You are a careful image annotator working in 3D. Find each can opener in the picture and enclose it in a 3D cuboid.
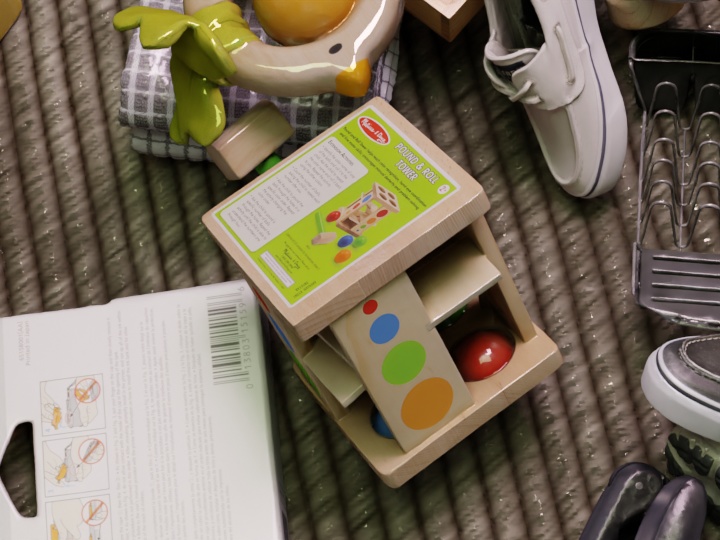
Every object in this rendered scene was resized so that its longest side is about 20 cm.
[{"bbox_3d":[0.125,0.197,1.098,0.063,0.079,0.201,28,82,9],"label":"can opener"}]

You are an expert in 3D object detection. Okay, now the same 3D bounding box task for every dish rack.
[{"bbox_3d":[0.230,-0.051,1.172,0.152,0.055,0.201,3,52,7],"label":"dish rack"}]

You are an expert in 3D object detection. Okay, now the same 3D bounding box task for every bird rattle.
[{"bbox_3d":[-0.053,-0.165,1.165,0.162,0.113,0.201,10,59,10],"label":"bird rattle"}]

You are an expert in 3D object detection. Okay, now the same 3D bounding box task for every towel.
[{"bbox_3d":[-0.057,-0.165,1.258,0.165,0.086,0.201,5,68,8],"label":"towel"}]

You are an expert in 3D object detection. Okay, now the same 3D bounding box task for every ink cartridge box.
[{"bbox_3d":[-0.133,0.115,1.172,0.173,0.044,0.201,-8,67,4],"label":"ink cartridge box"}]

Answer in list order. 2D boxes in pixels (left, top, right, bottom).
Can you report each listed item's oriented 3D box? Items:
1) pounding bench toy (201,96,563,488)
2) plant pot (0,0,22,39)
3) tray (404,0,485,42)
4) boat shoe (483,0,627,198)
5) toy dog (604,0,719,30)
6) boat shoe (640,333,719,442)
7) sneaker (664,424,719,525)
[{"bbox_3d":[0.000,0.000,1.155,0.124,0.156,0.200,-35,40,-8],"label":"pounding bench toy"},{"bbox_3d":[-0.362,-0.181,1.238,0.194,0.200,0.196,29,74,17],"label":"plant pot"},{"bbox_3d":[0.081,-0.243,1.223,0.099,0.037,0.200,38,76,15],"label":"tray"},{"bbox_3d":[0.105,-0.129,1.174,0.066,0.201,0.072,-26,31,-27],"label":"boat shoe"},{"bbox_3d":[0.211,-0.189,1.159,0.200,0.132,0.096,35,67,31],"label":"toy dog"},{"bbox_3d":[0.254,0.054,1.094,0.199,0.071,0.072,6,41,-11],"label":"boat shoe"},{"bbox_3d":[0.262,0.132,1.104,0.080,0.078,0.200,-40,69,-21],"label":"sneaker"}]
